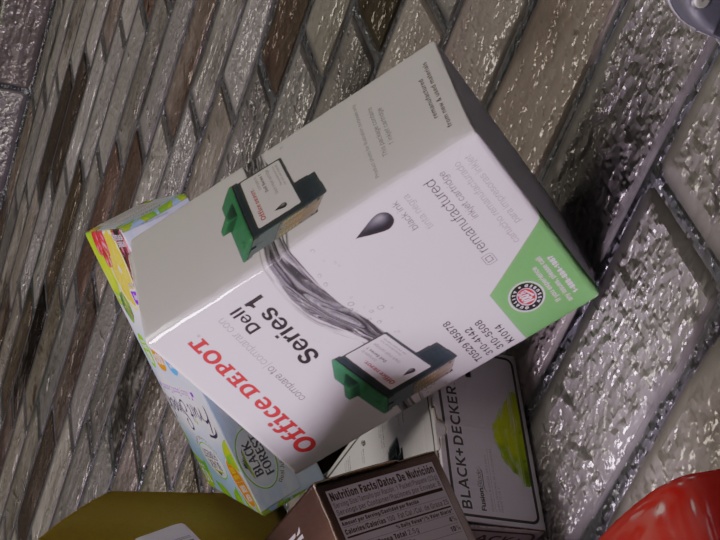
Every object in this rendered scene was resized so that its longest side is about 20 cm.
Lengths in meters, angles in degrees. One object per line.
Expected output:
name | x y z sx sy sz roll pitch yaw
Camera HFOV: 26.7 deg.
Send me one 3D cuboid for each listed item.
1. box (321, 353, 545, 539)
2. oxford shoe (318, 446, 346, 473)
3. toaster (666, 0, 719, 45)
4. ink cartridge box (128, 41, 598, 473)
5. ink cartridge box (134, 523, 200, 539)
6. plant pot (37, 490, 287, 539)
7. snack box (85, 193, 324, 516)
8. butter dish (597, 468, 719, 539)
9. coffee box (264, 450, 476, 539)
box | 0.030 0.146 0.894 0.200 0.060 0.117 122 150 -45
oxford shoe | -0.008 0.073 1.014 0.201 0.071 0.073 -67 29 30
toaster | 0.177 -0.191 0.595 0.129 0.113 0.201 -107 32 -54
ink cartridge box | 0.000 0.000 0.796 0.199 0.146 0.085 -33 41 13
ink cartridge box | -0.060 0.267 0.784 0.199 0.040 0.201 36 128 39
plant pot | -0.127 0.255 1.038 0.177 0.198 0.201 -83 -7 -67
snack box | -0.106 0.053 0.996 0.201 0.053 0.142 65 164 -9
butter dish | 0.117 0.162 0.541 0.201 0.147 0.200 -103 30 -45
coffee box | 0.026 0.209 0.758 0.201 0.079 0.114 64 144 22
